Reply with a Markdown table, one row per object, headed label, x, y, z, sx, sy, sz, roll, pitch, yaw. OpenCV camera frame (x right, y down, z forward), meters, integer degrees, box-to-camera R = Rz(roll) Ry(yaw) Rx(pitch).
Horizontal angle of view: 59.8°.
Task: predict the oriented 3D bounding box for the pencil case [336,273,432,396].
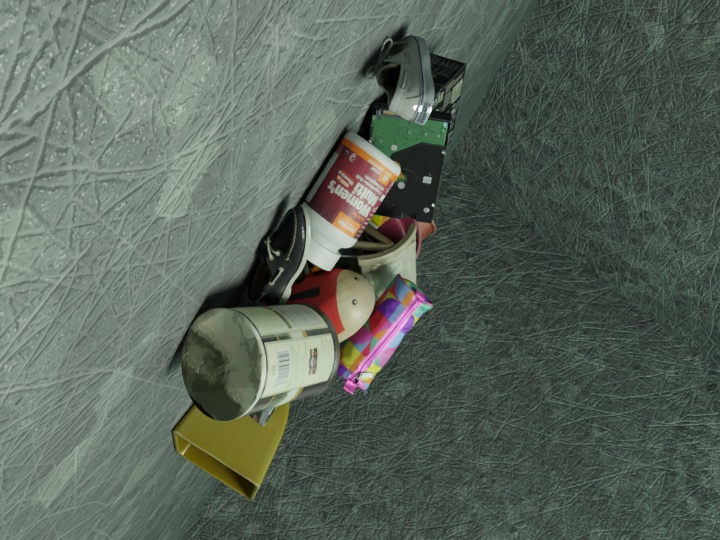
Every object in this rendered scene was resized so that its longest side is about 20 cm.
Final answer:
| label | x | y | z | sx | sy | sz | roll | pitch | yaw |
| --- | --- | --- | --- | --- | --- | --- | --- | --- | --- |
| pencil case | 0.033 | 0.106 | 1.035 | 0.202 | 0.088 | 0.088 | -54 | 176 | 3 |

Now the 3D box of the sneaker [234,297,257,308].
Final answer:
| label | x | y | z | sx | sy | sz | roll | pitch | yaw |
| --- | --- | --- | --- | --- | --- | --- | --- | --- | --- |
| sneaker | -0.169 | 0.126 | 1.069 | 0.093 | 0.074 | 0.202 | -61 | 152 | -26 |

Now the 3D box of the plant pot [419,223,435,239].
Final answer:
| label | x | y | z | sx | sy | sz | roll | pitch | yaw |
| --- | --- | --- | --- | --- | --- | --- | --- | --- | --- |
| plant pot | 0.071 | -0.108 | 1.716 | 0.196 | 0.201 | 0.201 | -46 | 175 | -6 |

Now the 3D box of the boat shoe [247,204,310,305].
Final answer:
| label | x | y | z | sx | sy | sz | roll | pitch | yaw |
| --- | --- | --- | --- | --- | --- | --- | --- | --- | --- |
| boat shoe | -0.124 | -0.019 | 0.942 | 0.201 | 0.059 | 0.075 | 120 | -36 | -47 |

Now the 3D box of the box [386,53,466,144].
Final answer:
| label | x | y | z | sx | sy | sz | roll | pitch | yaw |
| --- | --- | --- | --- | --- | --- | --- | --- | --- | --- |
| box | 0.116 | -0.288 | 1.172 | 0.201 | 0.084 | 0.167 | -52 | 156 | -46 |

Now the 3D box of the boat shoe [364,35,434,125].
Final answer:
| label | x | y | z | sx | sy | sz | roll | pitch | yaw |
| --- | --- | --- | --- | --- | --- | --- | --- | --- | --- |
| boat shoe | 0.049 | -0.282 | 0.894 | 0.075 | 0.084 | 0.205 | 115 | -19 | -43 |

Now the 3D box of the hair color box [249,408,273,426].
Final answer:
| label | x | y | z | sx | sy | sz | roll | pitch | yaw |
| --- | --- | --- | --- | --- | --- | --- | --- | --- | --- |
| hair color box | -0.147 | 0.191 | 1.212 | 0.201 | 0.060 | 0.100 | -53 | 175 | -32 |

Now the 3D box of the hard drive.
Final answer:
| label | x | y | z | sx | sy | sz | roll | pitch | yaw |
| --- | --- | --- | --- | --- | --- | --- | --- | --- | --- |
| hard drive | 0.076 | -0.185 | 1.097 | 0.038 | 0.135 | 0.204 | -80 | 177 | -52 |

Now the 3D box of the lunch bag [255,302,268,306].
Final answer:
| label | x | y | z | sx | sy | sz | roll | pitch | yaw |
| --- | --- | --- | --- | --- | --- | --- | --- | --- | --- |
| lunch bag | -0.182 | 0.120 | 1.205 | 0.202 | 0.076 | 0.160 | -58 | 175 | 26 |

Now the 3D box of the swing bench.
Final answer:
| label | x | y | z | sx | sy | sz | roll | pitch | yaw |
| --- | --- | --- | --- | --- | --- | --- | --- | --- | --- |
| swing bench | 0.000 | 0.000 | 1.157 | 0.131 | 0.196 | 0.202 | -52 | 150 | -34 |

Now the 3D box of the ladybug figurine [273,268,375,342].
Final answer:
| label | x | y | z | sx | sy | sz | roll | pitch | yaw |
| --- | --- | --- | --- | --- | --- | --- | --- | --- | --- |
| ladybug figurine | -0.072 | 0.057 | 1.041 | 0.196 | 0.072 | 0.139 | -17 | -127 | 23 |

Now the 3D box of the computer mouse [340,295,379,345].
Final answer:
| label | x | y | z | sx | sy | sz | roll | pitch | yaw |
| --- | --- | --- | --- | --- | --- | --- | --- | --- | --- |
| computer mouse | -0.040 | 0.117 | 1.093 | 0.199 | 0.044 | 0.110 | -39 | 137 | 8 |

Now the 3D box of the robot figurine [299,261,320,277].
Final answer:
| label | x | y | z | sx | sy | sz | roll | pitch | yaw |
| --- | --- | --- | --- | --- | --- | --- | --- | --- | --- |
| robot figurine | -0.122 | 0.031 | 1.335 | 0.145 | 0.058 | 0.201 | -50 | 172 | -36 |

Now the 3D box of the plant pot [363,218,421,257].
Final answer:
| label | x | y | z | sx | sy | sz | roll | pitch | yaw |
| --- | --- | --- | --- | --- | --- | --- | --- | --- | --- |
| plant pot | 0.007 | -0.061 | 1.374 | 0.178 | 0.200 | 0.201 | -35 | -166 | 52 |

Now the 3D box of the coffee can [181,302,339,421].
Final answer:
| label | x | y | z | sx | sy | sz | roll | pitch | yaw |
| --- | --- | --- | --- | --- | --- | --- | --- | --- | --- |
| coffee can | -0.139 | 0.125 | 0.910 | 0.148 | 0.146 | 0.199 | -56 | 156 | 16 |

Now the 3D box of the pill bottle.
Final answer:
| label | x | y | z | sx | sy | sz | roll | pitch | yaw |
| --- | --- | --- | --- | --- | --- | --- | --- | --- | --- |
| pill bottle | -0.030 | -0.109 | 1.007 | 0.202 | 0.108 | 0.110 | -57 | 175 | 7 |

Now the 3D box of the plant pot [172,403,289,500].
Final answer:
| label | x | y | z | sx | sy | sz | roll | pitch | yaw |
| --- | --- | --- | --- | --- | --- | --- | --- | --- | --- |
| plant pot | -0.245 | 0.313 | 1.278 | 0.202 | 0.192 | 0.195 | -59 | 179 | -30 |

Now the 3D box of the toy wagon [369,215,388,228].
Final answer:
| label | x | y | z | sx | sy | sz | roll | pitch | yaw |
| --- | --- | --- | --- | --- | --- | --- | --- | --- | --- |
| toy wagon | 0.040 | -0.191 | 1.234 | 0.155 | 0.039 | 0.205 | 31 | 76 | -63 |
